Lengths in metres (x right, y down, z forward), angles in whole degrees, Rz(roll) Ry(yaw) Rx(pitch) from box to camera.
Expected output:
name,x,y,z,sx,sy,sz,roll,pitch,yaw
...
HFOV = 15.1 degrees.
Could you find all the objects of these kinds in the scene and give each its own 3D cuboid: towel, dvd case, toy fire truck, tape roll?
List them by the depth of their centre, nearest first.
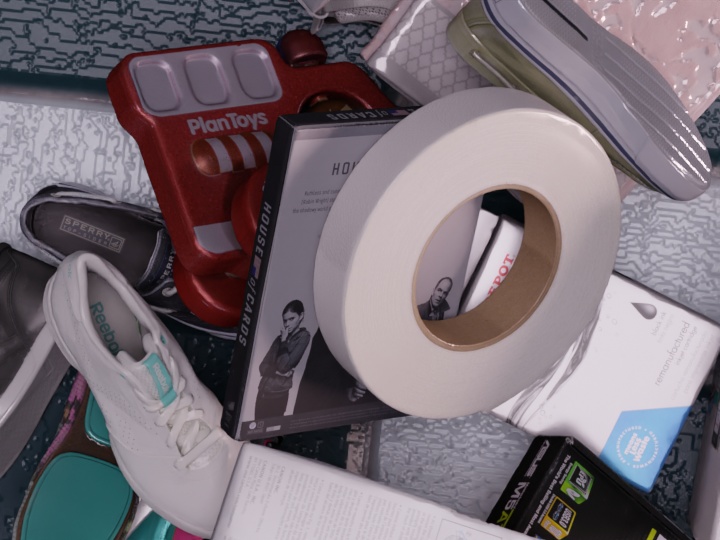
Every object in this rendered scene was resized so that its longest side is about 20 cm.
name,x,y,z,sx,sy,sz,roll,pitch,yaw
dvd case,0.000,0.000,1.593,0.149,0.025,0.201,-6,119,-35
tape roll,0.065,-0.008,1.593,0.202,0.037,0.204,-17,123,-28
toy fire truck,-0.045,-0.069,1.671,0.199,0.112,0.169,-12,74,-33
towel,0.128,-0.143,1.686,0.200,0.032,0.191,39,94,-20

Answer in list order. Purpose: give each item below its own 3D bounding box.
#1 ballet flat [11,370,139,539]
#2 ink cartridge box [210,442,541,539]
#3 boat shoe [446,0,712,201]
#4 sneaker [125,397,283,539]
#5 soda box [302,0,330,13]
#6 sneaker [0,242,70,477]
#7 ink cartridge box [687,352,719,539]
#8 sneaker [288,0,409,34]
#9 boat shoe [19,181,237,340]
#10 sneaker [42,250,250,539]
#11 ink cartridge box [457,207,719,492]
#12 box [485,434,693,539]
name,x,y,z,sx,sy,sz,roll,pitch,yaw
ballet flat,-0.168,0.121,1.689,0.069,0.071,0.201,21,62,-9
ink cartridge box,0.001,0.205,1.588,0.199,0.050,0.163,18,83,3
boat shoe,0.135,-0.108,1.654,0.062,0.072,0.200,-31,119,33
sneaker,-0.066,0.148,1.709,0.121,0.084,0.200,45,101,4
soda box,0.024,-0.243,1.644,0.068,0.063,0.200,47,58,-1
sneaker,-0.253,0.067,1.724,0.099,0.071,0.201,36,102,14
ink cartridge box,0.293,0.083,1.666,0.145,0.146,0.202,10,94,1
sneaker,-0.024,-0.190,1.692,0.199,0.075,0.082,26,92,-1
boat shoe,-0.120,-0.006,1.710,0.199,0.068,0.072,22,94,0
sneaker,-0.122,0.076,1.628,0.075,0.088,0.200,-36,87,-18
ink cartridge box,0.116,0.043,1.708,0.199,0.067,0.116,26,94,0
box,0.135,0.235,1.663,0.193,0.047,0.201,41,69,-21
